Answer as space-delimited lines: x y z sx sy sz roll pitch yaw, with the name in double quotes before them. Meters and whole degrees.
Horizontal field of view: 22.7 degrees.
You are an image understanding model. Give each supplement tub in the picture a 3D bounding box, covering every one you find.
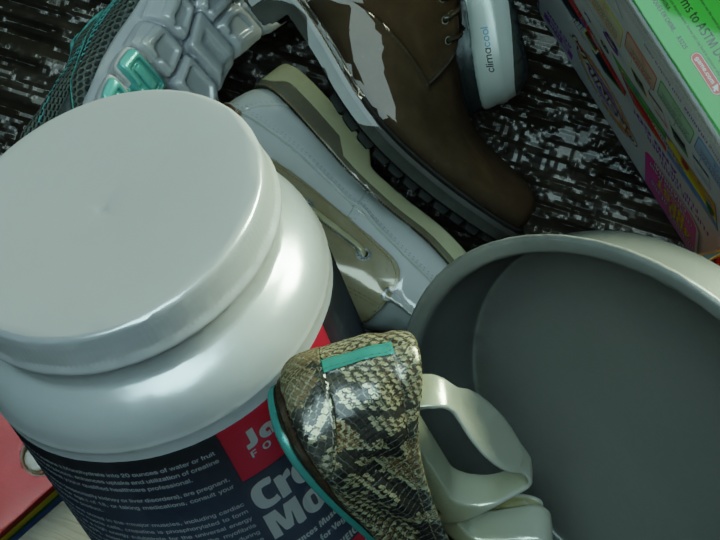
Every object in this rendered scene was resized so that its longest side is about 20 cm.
"supplement tub" -0.065 0.043 0.712 0.140 0.200 0.141 -11 47 12

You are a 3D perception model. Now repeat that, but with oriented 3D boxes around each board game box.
"board game box" 0.129 -0.084 0.743 0.040 0.200 0.153 -31 82 0

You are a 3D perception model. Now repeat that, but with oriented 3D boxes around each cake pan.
"cake pan" 0.104 0.069 0.683 0.200 0.200 0.037 45 49 9

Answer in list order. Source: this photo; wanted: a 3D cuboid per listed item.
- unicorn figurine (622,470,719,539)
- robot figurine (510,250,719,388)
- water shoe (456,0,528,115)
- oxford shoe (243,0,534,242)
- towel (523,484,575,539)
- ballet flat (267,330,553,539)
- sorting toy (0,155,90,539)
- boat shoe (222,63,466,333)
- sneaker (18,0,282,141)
"unicorn figurine" 0.208 0.122 0.718 0.199 0.138 0.074 16 47 37
"robot figurine" 0.167 0.020 0.719 0.199 0.145 0.059 -12 74 35
"water shoe" 0.018 -0.168 0.829 0.078 0.072 0.201 -15 81 5
"oxford shoe" 0.020 -0.097 0.769 0.084 0.073 0.200 -37 103 8
"towel" 0.012 0.161 0.791 0.111 0.049 0.201 29 84 25
"ballet flat" 0.033 0.092 0.675 0.075 0.200 0.068 -21 45 6
"sorting toy" -0.188 0.043 0.824 0.199 0.070 0.200 18 85 7
"boat shoe" 0.000 0.000 0.805 0.068 0.075 0.200 -37 70 -15
"sneaker" -0.092 -0.113 0.821 0.091 0.078 0.200 -4 45 44
